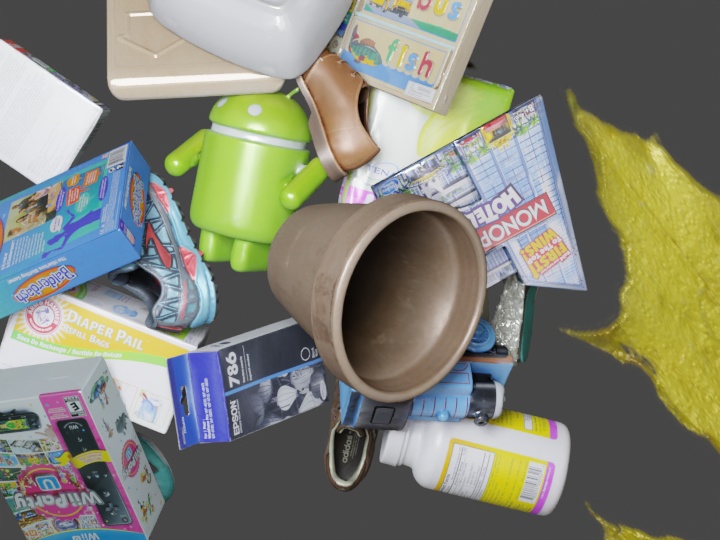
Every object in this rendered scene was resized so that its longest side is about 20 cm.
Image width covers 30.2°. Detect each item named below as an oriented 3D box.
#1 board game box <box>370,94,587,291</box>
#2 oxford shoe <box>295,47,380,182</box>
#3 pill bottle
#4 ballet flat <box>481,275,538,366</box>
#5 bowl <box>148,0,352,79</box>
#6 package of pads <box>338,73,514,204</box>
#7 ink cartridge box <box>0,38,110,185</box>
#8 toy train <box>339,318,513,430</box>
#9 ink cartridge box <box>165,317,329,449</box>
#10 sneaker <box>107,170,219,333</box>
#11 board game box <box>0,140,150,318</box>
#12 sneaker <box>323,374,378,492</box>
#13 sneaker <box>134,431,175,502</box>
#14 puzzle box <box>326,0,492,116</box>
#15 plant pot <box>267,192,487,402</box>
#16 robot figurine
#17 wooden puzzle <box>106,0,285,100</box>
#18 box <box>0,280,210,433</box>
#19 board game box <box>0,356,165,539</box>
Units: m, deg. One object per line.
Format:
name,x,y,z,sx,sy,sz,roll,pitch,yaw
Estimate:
board game box,0.142,-0.045,1.390,0.198,0.062,0.202,-29,95,1
oxford shoe,-0.029,-0.196,1.386,0.070,0.071,0.203,-24,76,14
pill bottle,0.124,0.198,1.471,0.197,0.104,0.106,14,97,-2
ballet flat,0.168,0.006,1.468,0.071,0.072,0.203,11,97,-2
bowl,-0.105,-0.315,1.362,0.198,0.075,0.202,25,71,10
package of pads,0.065,-0.121,1.445,0.152,0.068,0.203,17,94,-3
ink cartridge box,-0.383,-0.185,1.440,0.199,0.050,0.110,34,97,-4
toy train,0.067,0.110,1.414,0.197,0.116,0.087,5,142,-10
ink cartridge box,-0.116,0.118,1.424,0.039,0.199,0.101,0,102,42
sneaker,-0.228,-0.025,1.410,0.095,0.080,0.201,-19,65,-32
board game box,-0.315,-0.038,1.372,0.198,0.153,0.045,-21,128,14
sneaker,0.001,0.146,1.476,0.069,0.076,0.203,6,98,-2
sneaker,-0.288,0.194,1.474,0.200,0.080,0.071,44,95,-6
puzzle box,0.037,-0.253,1.386,0.199,0.025,0.135,27,97,39
plant pot,-0.002,0.010,1.325,0.198,0.174,0.203,-16,114,-38
robot figurine,-0.116,-0.103,1.421,0.173,0.115,0.203,17,99,29
wooden puzzle,-0.174,-0.271,1.409,0.182,0.046,0.203,-3,69,-4
box,-0.277,0.082,1.445,0.197,0.113,0.103,22,98,-2
board game box,-0.310,0.196,1.404,0.145,0.065,0.202,-8,122,17
